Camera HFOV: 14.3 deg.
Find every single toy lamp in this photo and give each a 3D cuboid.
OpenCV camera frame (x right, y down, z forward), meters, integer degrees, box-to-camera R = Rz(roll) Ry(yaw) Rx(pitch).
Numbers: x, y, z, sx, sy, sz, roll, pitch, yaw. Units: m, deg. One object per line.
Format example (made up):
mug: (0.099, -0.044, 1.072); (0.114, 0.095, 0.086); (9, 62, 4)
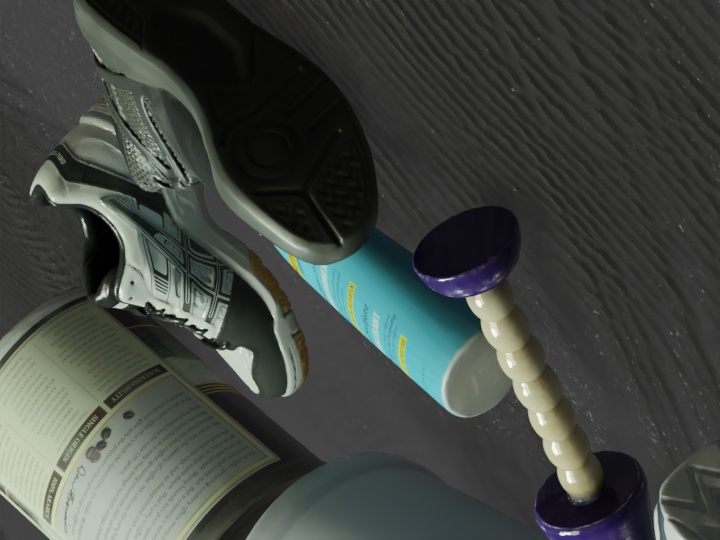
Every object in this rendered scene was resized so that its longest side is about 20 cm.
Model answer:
toy lamp: (0.085, 0.063, 1.321); (0.058, 0.058, 0.200); (20, 144, 53)

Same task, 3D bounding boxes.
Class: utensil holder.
utensil holder: (0.051, 0.206, 1.492); (0.200, 0.170, 0.170); (24, 149, 47)

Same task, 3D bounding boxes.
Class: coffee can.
coffee can: (-0.126, 0.122, 1.740); (0.200, 0.146, 0.147); (38, 158, 28)

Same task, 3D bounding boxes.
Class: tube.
tube: (0.000, 0.000, 1.410); (0.200, 0.050, 0.078); (39, 151, 41)

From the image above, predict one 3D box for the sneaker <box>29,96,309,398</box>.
sneaker: (-0.108, 0.003, 1.572); (0.200, 0.088, 0.076); (55, 158, -21)

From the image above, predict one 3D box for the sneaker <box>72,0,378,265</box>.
sneaker: (-0.059, -0.062, 1.372); (0.199, 0.076, 0.114); (43, 161, 26)

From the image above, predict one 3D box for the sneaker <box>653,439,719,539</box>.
sneaker: (0.202, 0.176, 1.247); (0.199, 0.079, 0.130); (40, 160, 23)
